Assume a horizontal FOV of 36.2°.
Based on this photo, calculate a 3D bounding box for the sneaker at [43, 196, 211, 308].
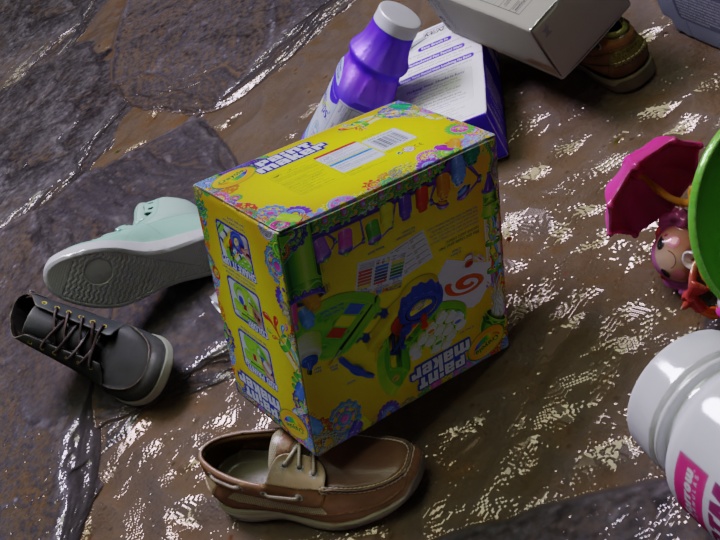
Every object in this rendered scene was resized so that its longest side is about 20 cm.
[{"bbox_3d":[-0.249,-0.024,1.183,0.199,0.074,0.118,-12,31,-25],"label":"sneaker"}]

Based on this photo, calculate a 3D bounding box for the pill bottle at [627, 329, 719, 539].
[{"bbox_3d":[0.253,0.124,0.645,0.113,0.114,0.200,-37,36,-4],"label":"pill bottle"}]

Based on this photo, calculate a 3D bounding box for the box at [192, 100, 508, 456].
[{"bbox_3d":[0.000,0.000,0.856,0.199,0.194,0.122,-25,34,-29],"label":"box"}]

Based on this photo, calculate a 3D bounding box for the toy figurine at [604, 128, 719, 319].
[{"bbox_3d":[0.256,-0.027,0.803,0.149,0.201,0.184,-19,13,-15],"label":"toy figurine"}]

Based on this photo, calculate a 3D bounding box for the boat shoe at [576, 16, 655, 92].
[{"bbox_3d":[0.220,-0.246,1.120,0.072,0.068,0.200,-43,36,-9],"label":"boat shoe"}]

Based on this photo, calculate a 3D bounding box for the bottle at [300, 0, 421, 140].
[{"bbox_3d":[-0.001,-0.181,1.134,0.084,0.065,0.200,-88,23,-49],"label":"bottle"}]

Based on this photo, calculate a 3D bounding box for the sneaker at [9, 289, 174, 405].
[{"bbox_3d":[-0.272,0.077,1.090,0.199,0.106,0.075,10,76,49],"label":"sneaker"}]

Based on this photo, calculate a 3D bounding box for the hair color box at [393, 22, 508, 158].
[{"bbox_3d":[0.090,-0.182,1.154,0.109,0.065,0.201,-19,41,20],"label":"hair color box"}]

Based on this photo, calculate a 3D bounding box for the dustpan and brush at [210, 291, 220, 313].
[{"bbox_3d":[-0.031,0.018,1.041,0.199,0.057,0.140,4,39,48],"label":"dustpan and brush"}]

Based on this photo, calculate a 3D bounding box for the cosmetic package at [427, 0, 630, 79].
[{"bbox_3d":[0.157,-0.272,1.084,0.105,0.071,0.200,-46,39,-1],"label":"cosmetic package"}]

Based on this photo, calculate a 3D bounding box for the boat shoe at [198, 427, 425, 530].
[{"bbox_3d":[-0.045,0.157,0.869,0.199,0.072,0.076,-12,42,27],"label":"boat shoe"}]

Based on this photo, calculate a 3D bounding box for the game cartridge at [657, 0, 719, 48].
[{"bbox_3d":[0.329,-0.252,0.991,0.040,0.133,0.200,-43,37,0],"label":"game cartridge"}]
